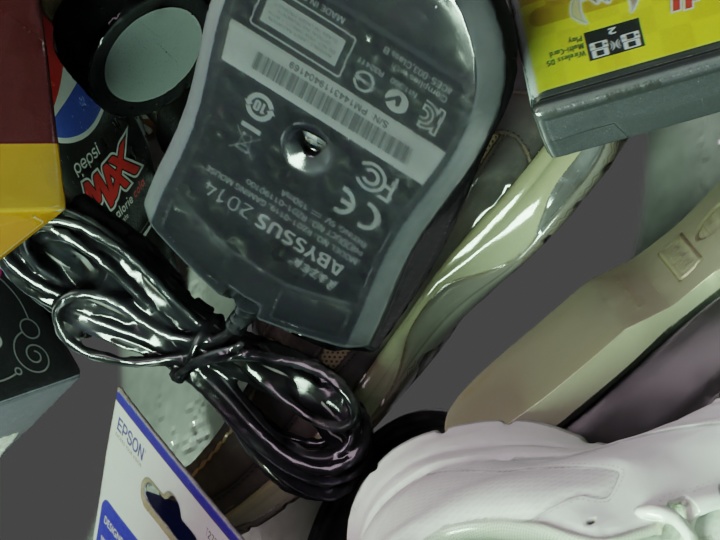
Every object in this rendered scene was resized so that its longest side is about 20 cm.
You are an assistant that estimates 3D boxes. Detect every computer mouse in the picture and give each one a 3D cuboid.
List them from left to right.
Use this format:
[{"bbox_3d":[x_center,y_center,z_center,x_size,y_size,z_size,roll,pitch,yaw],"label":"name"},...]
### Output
[{"bbox_3d":[-0.016,-0.037,0.823,0.053,0.138,0.200,-48,-7,-49],"label":"computer mouse"}]

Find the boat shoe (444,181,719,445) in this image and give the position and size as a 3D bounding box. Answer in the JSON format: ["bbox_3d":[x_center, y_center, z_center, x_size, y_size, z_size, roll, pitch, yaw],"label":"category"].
[{"bbox_3d":[0.118,0.006,0.801,0.201,0.063,0.074,-40,14,12],"label":"boat shoe"}]

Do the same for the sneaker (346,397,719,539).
[{"bbox_3d":[0.089,0.069,0.739,0.199,0.075,0.087,-18,12,13],"label":"sneaker"}]

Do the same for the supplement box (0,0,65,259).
[{"bbox_3d":[-0.208,-0.094,0.830,0.133,0.196,0.201,-29,66,60],"label":"supplement box"}]

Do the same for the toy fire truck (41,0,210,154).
[{"bbox_3d":[0.000,-0.116,0.914,0.200,0.176,0.129,-45,54,2],"label":"toy fire truck"}]

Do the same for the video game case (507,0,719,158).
[{"bbox_3d":[0.131,-0.135,0.814,0.199,0.026,0.182,-15,55,9],"label":"video game case"}]

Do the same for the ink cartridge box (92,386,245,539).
[{"bbox_3d":[-0.058,0.144,0.877,0.095,0.037,0.201,44,133,49],"label":"ink cartridge box"}]

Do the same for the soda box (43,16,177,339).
[{"bbox_3d":[-0.127,-0.074,1.022,0.070,0.063,0.201,-9,97,34],"label":"soda box"}]

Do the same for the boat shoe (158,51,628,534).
[{"bbox_3d":[0.000,0.000,0.902,0.200,0.073,0.074,-48,-1,10],"label":"boat shoe"}]

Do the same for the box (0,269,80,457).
[{"bbox_3d":[-0.220,0.048,0.955,0.132,0.199,0.115,-44,71,41],"label":"box"}]

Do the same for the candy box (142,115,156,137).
[{"bbox_3d":[-0.125,-0.132,1.136,0.116,0.056,0.201,-32,49,33],"label":"candy box"}]

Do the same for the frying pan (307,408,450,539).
[{"bbox_3d":[-0.002,0.124,0.890,0.190,0.031,0.115,-49,43,32],"label":"frying pan"}]
